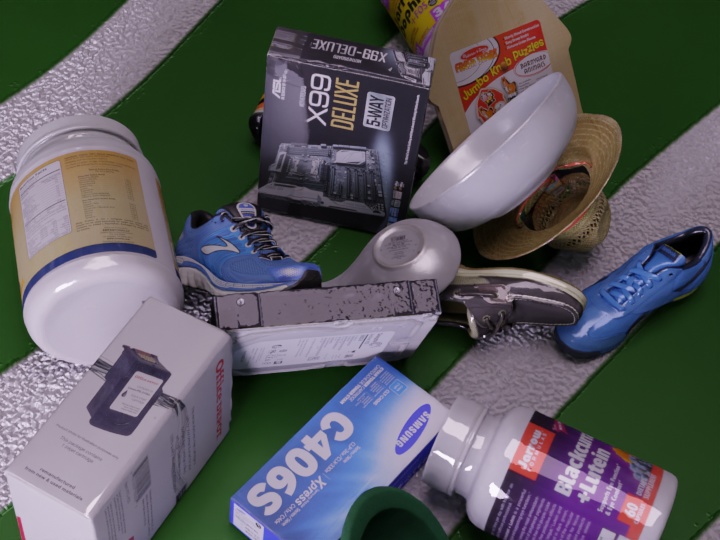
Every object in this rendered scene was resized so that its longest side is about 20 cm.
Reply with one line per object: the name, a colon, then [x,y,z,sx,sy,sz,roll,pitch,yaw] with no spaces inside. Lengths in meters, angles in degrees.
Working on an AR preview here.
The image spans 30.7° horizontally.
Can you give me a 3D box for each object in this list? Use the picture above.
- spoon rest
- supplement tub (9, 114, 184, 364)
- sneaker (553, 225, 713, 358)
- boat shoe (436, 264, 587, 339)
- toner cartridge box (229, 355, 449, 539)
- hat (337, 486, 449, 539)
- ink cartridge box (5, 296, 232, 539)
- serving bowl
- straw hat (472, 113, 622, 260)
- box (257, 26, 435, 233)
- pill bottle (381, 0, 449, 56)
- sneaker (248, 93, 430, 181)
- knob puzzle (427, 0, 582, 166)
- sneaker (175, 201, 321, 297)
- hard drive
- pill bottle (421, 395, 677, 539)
spoon rest: [0.000,0.000,1.252,0.198,0.061,0.100,-8,51,14]
supplement tub: [-0.248,-0.031,1.214,0.143,0.145,0.201,-8,52,-14]
sneaker: [0.270,0.013,1.290,0.199,0.079,0.066,-29,62,-25]
boat shoe: [0.115,0.035,1.258,0.198,0.072,0.067,10,61,12]
toner cartridge box: [-0.014,0.171,1.148,0.095,0.043,0.200,35,55,18]
hat: [-0.035,0.277,1.066,0.199,0.175,0.168,21,55,-51]
ink cartridge box: [-0.191,0.145,1.079,0.084,0.146,0.201,25,52,14]
serving bowl: [0.142,-0.105,1.294,0.066,0.200,0.200,47,55,-9]
straw hat: [0.210,-0.063,1.329,0.085,0.200,0.202,43,47,-25]
box: [-0.018,-0.133,1.289,0.156,0.201,0.050,12,47,2]
pill bottle: [0.084,-0.310,1.505,0.103,0.105,0.201,-15,53,-18]
sneaker: [-0.014,-0.158,1.393,0.198,0.070,0.091,16,54,8]
knob puzzle: [0.145,-0.223,1.419,0.218,0.222,0.030,-24,16,-24]
sneaker: [-0.108,-0.017,1.200,0.078,0.090,0.199,8,4,-45]
hard drive: [-0.038,0.054,1.173,0.197,0.140,0.038,-5,71,-14]
pill bottle: [0.158,0.184,1.115,0.198,0.112,0.112,24,52,11]
